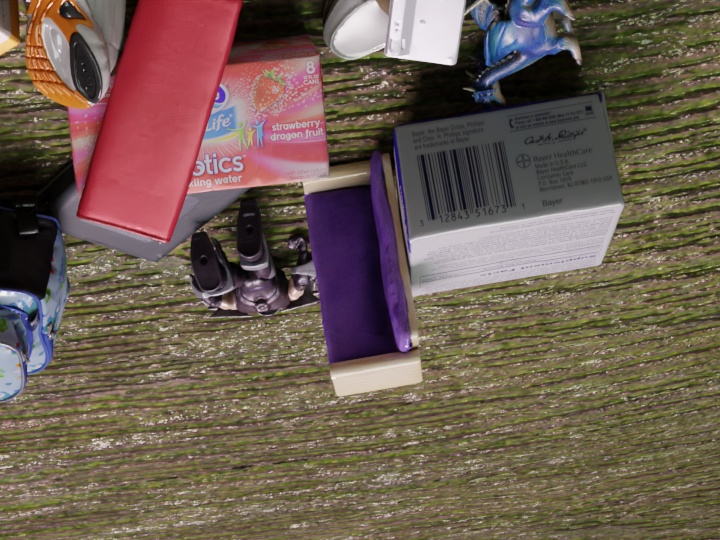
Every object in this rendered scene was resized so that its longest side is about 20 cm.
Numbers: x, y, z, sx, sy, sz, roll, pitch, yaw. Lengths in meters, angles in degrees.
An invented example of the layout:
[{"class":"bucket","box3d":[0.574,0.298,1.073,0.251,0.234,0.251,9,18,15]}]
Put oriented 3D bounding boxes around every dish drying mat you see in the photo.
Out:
[{"class":"dish drying mat","box3d":[-0.150,-0.123,1.355,0.076,0.018,0.202,15,109,-11]}]

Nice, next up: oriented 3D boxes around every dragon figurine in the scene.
[{"class":"dragon figurine","box3d":[0.119,-0.198,1.438,0.098,0.059,0.200,-13,151,5]}]

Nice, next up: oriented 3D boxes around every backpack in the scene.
[{"class":"backpack","box3d":[-0.349,0.030,1.582,0.181,0.149,0.200,8,157,1]}]

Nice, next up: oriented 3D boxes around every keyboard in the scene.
[{"class":"keyboard","box3d":[0.054,-0.230,1.310,0.056,0.011,0.201,3,136,-3]}]

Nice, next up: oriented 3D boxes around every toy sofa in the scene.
[{"class":"toy sofa","box3d":[0.000,0.000,1.596,0.082,0.202,0.098,-9,156,0]}]

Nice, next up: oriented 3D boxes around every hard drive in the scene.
[{"class":"hard drive","box3d":[-0.170,-0.082,1.571,0.139,0.033,0.199,19,139,-39]}]

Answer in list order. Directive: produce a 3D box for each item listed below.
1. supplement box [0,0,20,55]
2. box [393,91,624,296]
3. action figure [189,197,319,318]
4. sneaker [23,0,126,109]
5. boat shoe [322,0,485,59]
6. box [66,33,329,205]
[{"class":"supplement box","box3d":[-0.351,-0.205,1.274,0.125,0.074,0.200,-24,147,24]},{"class":"box","box3d":[0.123,-0.062,1.575,0.182,0.106,0.200,-9,165,-1]},{"class":"action figure","box3d":[-0.101,0.000,1.698,0.129,0.070,0.200,-19,163,3]},{"class":"sneaker","box3d":[-0.209,-0.223,1.301,0.075,0.092,0.202,9,128,12]},{"class":"boat shoe","box3d":[0.044,-0.214,1.381,0.074,0.069,0.199,18,140,-38]},{"class":"box","box3d":[-0.128,-0.120,1.424,0.197,0.095,0.104,-6,106,-6]}]
